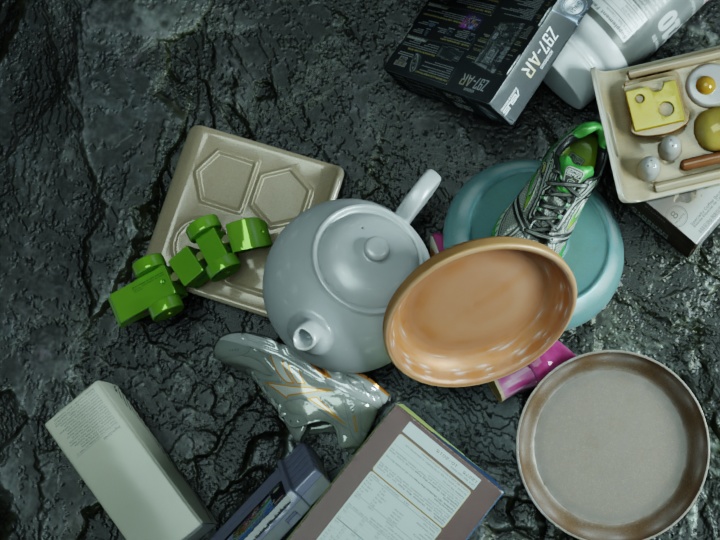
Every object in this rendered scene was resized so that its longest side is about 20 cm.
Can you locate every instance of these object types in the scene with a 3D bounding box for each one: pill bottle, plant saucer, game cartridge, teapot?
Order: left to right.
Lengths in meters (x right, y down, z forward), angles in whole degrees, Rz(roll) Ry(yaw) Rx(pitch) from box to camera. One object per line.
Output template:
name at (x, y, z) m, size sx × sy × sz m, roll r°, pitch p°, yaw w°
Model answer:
game cartridge at (-0.115, 0.270, 1.434) m, size 0.038 × 0.130 × 0.200 m, roll 44°, pitch 88°, yaw -6°
teapot at (0.000, 0.000, 1.417) m, size 0.196 × 0.146 × 0.201 m, roll -2°, pitch 67°, yaw -19°
plant saucer at (0.116, 0.037, 1.363) m, size 0.199 × 0.201 × 0.038 m, roll -23°, pitch 46°, yaw 4°
plant saucer at (0.188, -0.032, 1.458) m, size 0.199 × 0.027 × 0.201 m, roll 2°, pitch 69°, yaw -6°
plant saucer at (0.261, 0.183, 1.428) m, size 0.199 × 0.032 × 0.202 m, roll 0°, pitch 87°, yaw 3°
pill bottle at (0.278, -0.276, 1.477) m, size 0.200 × 0.114 × 0.114 m, roll -44°, pitch 76°, yaw 0°

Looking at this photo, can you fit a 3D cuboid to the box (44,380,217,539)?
box at (-0.249, 0.222, 1.494) m, size 0.082 × 0.068 × 0.200 m, roll -38°, pitch 77°, yaw 1°

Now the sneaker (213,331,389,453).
sneaker at (-0.075, 0.132, 1.477) m, size 0.199 × 0.076 × 0.092 m, roll 20°, pitch 80°, yaw 13°

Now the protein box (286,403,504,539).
protein box at (0.028, 0.253, 1.372) m, size 0.135 × 0.199 × 0.200 m, roll 39°, pitch 88°, yaw 6°

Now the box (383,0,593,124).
box at (0.133, -0.252, 1.473) m, size 0.200 × 0.043 × 0.161 m, roll 28°, pitch 83°, yaw 52°

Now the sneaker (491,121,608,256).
sneaker at (0.196, -0.075, 1.416) m, size 0.078 × 0.085 × 0.201 m, roll 27°, pitch 68°, yaw 3°

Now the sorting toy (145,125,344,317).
sorting toy at (-0.132, -0.053, 1.546) m, size 0.199 × 0.036 × 0.186 m, roll 17°, pitch 83°, yaw 16°

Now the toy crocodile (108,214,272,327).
toy crocodile at (-0.189, 0.000, 1.503) m, size 0.199 × 0.062 × 0.068 m, roll -33°, pitch 74°, yaw 10°

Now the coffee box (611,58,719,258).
coffee box at (0.373, -0.128, 1.452) m, size 0.113 × 0.080 × 0.200 m, roll 42°, pitch 88°, yaw 12°

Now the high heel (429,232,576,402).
high heel at (0.149, 0.036, 1.471) m, size 0.095 × 0.067 × 0.201 m, roll -24°, pitch 71°, yaw -10°

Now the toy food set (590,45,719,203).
toy food set at (0.344, -0.161, 1.389) m, size 0.199 × 0.060 × 0.144 m, roll -12°, pitch 79°, yaw 5°
